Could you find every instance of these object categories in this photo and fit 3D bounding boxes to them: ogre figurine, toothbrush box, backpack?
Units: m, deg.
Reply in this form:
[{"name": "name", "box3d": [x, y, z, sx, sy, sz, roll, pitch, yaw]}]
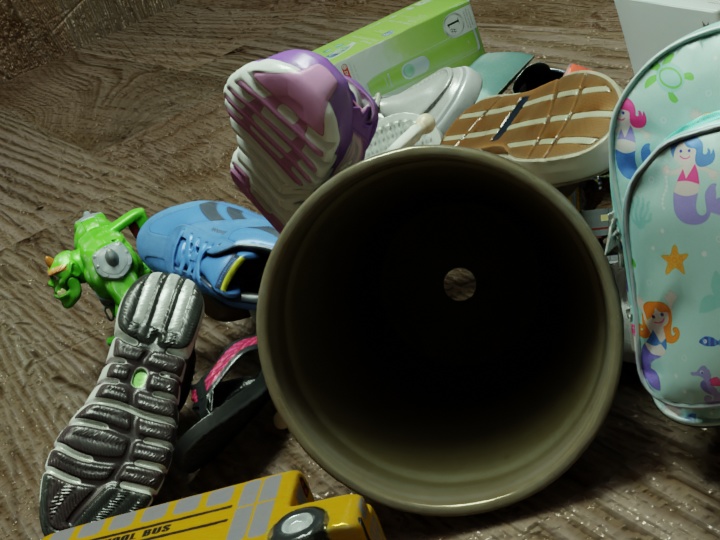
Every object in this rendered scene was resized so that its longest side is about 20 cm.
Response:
[{"name": "ogre figurine", "box3d": [-0.196, 0.018, 1.024, 0.097, 0.121, 0.200, -19, 22, 5]}, {"name": "toothbrush box", "box3d": [0.026, -0.157, 1.192, 0.199, 0.147, 0.086, -26, 23, -15]}, {"name": "backpack", "box3d": [0.209, -0.027, 0.604, 0.176, 0.202, 0.150, -7, 0, 30]}]

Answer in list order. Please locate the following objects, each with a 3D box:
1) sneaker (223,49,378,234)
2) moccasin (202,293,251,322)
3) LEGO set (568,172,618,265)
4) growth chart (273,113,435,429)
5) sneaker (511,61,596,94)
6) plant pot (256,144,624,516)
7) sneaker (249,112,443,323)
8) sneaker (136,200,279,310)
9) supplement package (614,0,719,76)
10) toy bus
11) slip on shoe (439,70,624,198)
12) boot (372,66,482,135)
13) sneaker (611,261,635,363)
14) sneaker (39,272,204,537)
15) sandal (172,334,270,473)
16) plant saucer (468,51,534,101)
[{"name": "sneaker", "box3d": [-0.027, -0.089, 0.744, 0.088, 0.081, 0.200, -40, -6, -14]}, {"name": "moccasin", "box3d": [-0.080, -0.009, 1.043, 0.078, 0.074, 0.202, -45, 4, 34]}, {"name": "LEGO set", "box3d": [0.156, -0.040, 0.907, 0.198, 0.117, 0.153, -5, -3, 27]}, {"name": "growth chart", "box3d": [0.000, 0.000, 0.839, 0.018, 0.201, 0.145, 27, 37, 18]}, {"name": "sneaker", "box3d": [0.149, -0.129, 1.038, 0.075, 0.084, 0.200, -61, 17, -19]}, {"name": "plant pot", "box3d": [0.052, 0.021, 0.738, 0.198, 0.202, 0.174, -17, 7, 11]}, {"name": "sneaker", "box3d": [-0.005, -0.036, 0.943, 0.200, 0.078, 0.079, -48, -15, 14]}, {"name": "sneaker", "box3d": [-0.100, -0.011, 0.896, 0.199, 0.067, 0.078, 13, 12, 33]}, {"name": "supplement package", "box3d": [0.330, -0.172, 0.945, 0.198, 0.153, 0.151, -25, 22, -9]}, {"name": "toy bus", "box3d": [-0.081, 0.163, 0.664, 0.198, 0.066, 0.078, -17, 21, 13]}, {"name": "slip on shoe", "box3d": [0.115, -0.071, 0.756, 0.076, 0.061, 0.200, -52, 19, -14]}, {"name": "boot", "box3d": [-0.003, -0.111, 0.975, 0.200, 0.095, 0.074, -40, 26, 30]}, {"name": "sneaker", "box3d": [0.220, -0.002, 0.786, 0.088, 0.076, 0.200, 11, 43, 32]}, {"name": "sneaker", "box3d": [-0.153, 0.111, 0.855, 0.075, 0.116, 0.202, 19, 65, 4]}, {"name": "sandal", "box3d": [-0.079, 0.073, 0.856, 0.075, 0.045, 0.200, -51, -4, 36]}, {"name": "plant saucer", "box3d": [0.072, -0.124, 1.082, 0.200, 0.036, 0.200, -47, 0, 0]}]
